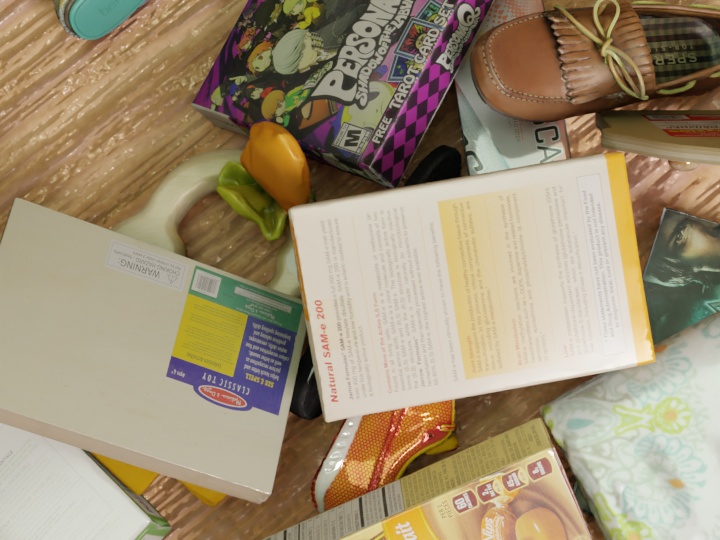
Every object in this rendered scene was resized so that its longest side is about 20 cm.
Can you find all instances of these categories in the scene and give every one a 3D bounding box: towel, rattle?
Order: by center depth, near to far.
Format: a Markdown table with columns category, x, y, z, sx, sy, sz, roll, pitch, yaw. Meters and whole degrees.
| category | x | y | z | sx | sy | sz | roll | pitch | yaw |
| --- | --- | --- | --- | --- | --- | --- | --- | --- | --- |
| towel | 0.226 | 0.131 | 1.008 | 0.170 | 0.048 | 0.201 | -27 | 77 | 0 |
| rattle | -0.121 | -0.009 | 1.077 | 0.198 | 0.143 | 0.132 | -15 | 95 | -1 |

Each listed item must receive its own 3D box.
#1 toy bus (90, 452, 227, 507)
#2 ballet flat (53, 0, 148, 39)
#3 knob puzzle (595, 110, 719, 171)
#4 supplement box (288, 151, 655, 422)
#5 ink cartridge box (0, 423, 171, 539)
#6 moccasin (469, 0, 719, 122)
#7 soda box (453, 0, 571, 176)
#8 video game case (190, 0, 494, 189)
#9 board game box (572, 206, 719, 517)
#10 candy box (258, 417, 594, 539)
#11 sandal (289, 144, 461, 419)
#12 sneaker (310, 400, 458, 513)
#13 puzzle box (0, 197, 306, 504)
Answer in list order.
| category | x | y | z | sx | sy | sz | roll | pitch | yaw |
| --- | --- | --- | --- | --- | --- | --- | --- | --- | --- |
| toy bus | -0.153 | 0.070 | 1.064 | 0.200 | 0.078 | 0.065 | 43 | 121 | 0 |
| ballet flat | -0.131 | -0.238 | 1.162 | 0.199 | 0.072 | 0.072 | -34 | 76 | -1 |
| knob puzzle | 0.239 | -0.068 | 0.998 | 0.217 | 0.220 | 0.031 | 3 | 102 | 9 |
| supplement box | 0.063 | 0.007 | 1.001 | 0.198 | 0.074 | 0.127 | -9 | 94 | -2 |
| ink cartridge box | -0.227 | 0.132 | 1.077 | 0.200 | 0.059 | 0.104 | 42 | 87 | 14 |
| moccasin | 0.158 | -0.132 | 1.042 | 0.199 | 0.078 | 0.074 | -2 | 77 | -27 |
| soda box | 0.100 | -0.082 | 1.093 | 0.068 | 0.064 | 0.202 | -10 | 76 | 6 |
| video game case | -0.001 | -0.167 | 1.099 | 0.180 | 0.036 | 0.201 | 23 | 82 | 43 |
| board game box | 0.223 | 0.075 | 1.060 | 0.134 | 0.028 | 0.202 | 18 | 81 | 11 |
| candy box | 0.044 | 0.185 | 1.024 | 0.198 | 0.055 | 0.116 | -24 | 105 | 4 |
| sandal | 0.000 | 0.000 | 1.089 | 0.045 | 0.075 | 0.201 | 31 | 87 | 25 |
| sneaker | 0.037 | 0.072 | 1.074 | 0.077 | 0.073 | 0.202 | 23 | 91 | 3 |
| puzzle box | -0.134 | 0.050 | 1.018 | 0.198 | 0.025 | 0.134 | 20 | 60 | -14 |
